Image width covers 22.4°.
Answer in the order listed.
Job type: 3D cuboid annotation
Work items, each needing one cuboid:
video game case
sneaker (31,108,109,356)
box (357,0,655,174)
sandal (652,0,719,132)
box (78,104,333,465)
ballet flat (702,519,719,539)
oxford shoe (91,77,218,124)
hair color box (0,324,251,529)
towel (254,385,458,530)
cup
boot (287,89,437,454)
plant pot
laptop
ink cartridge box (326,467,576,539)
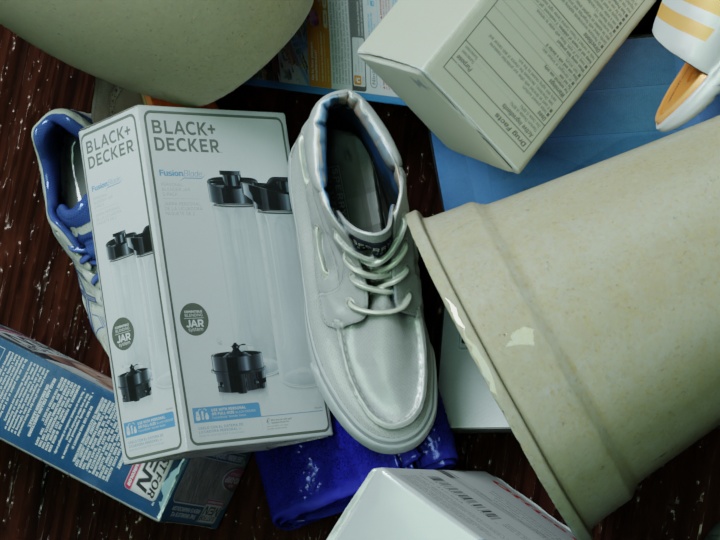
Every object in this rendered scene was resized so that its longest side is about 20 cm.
[{"bbox_3d":[-0.022,-0.177,1.092,0.200,0.018,0.143,12,113,37],"label":"video game case"},{"bbox_3d":[-0.166,-0.011,1.172,0.075,0.088,0.200,-27,75,11],"label":"sneaker"},{"bbox_3d":[0.102,-0.162,1.007,0.200,0.095,0.078,-50,31,-8],"label":"box"},{"bbox_3d":[0.205,-0.172,0.977,0.059,0.079,0.207,32,101,-4],"label":"sandal"},{"bbox_3d":[-0.091,0.007,1.064,0.060,0.117,0.200,-18,77,45],"label":"box"},{"bbox_3d":[0.252,0.139,1.028,0.200,0.057,0.066,-44,70,7],"label":"ballet flat"},{"bbox_3d":[-0.127,-0.081,1.151,0.073,0.071,0.200,-20,75,44],"label":"oxford shoe"},{"bbox_3d":[-0.178,0.093,1.152,0.200,0.100,0.061,25,88,19],"label":"hair color box"},{"bbox_3d":[-0.027,0.048,1.113,0.148,0.050,0.200,-27,70,35],"label":"towel"},{"bbox_3d":[-0.110,-0.178,1.046,0.200,0.200,0.143,-39,113,8],"label":"cup"},{"bbox_3d":[0.000,0.000,1.021,0.073,0.096,0.200,-14,76,-9],"label":"boot"},{"bbox_3d":[0.151,0.015,0.963,0.183,0.200,0.201,-28,74,4],"label":"plant pot"},{"bbox_3d":[0.127,-0.019,1.059,0.187,0.116,0.200,-3,62,18],"label":"laptop"},{"bbox_3d":[0.076,0.180,1.002,0.146,0.200,0.086,34,94,20],"label":"ink cartridge box"}]
